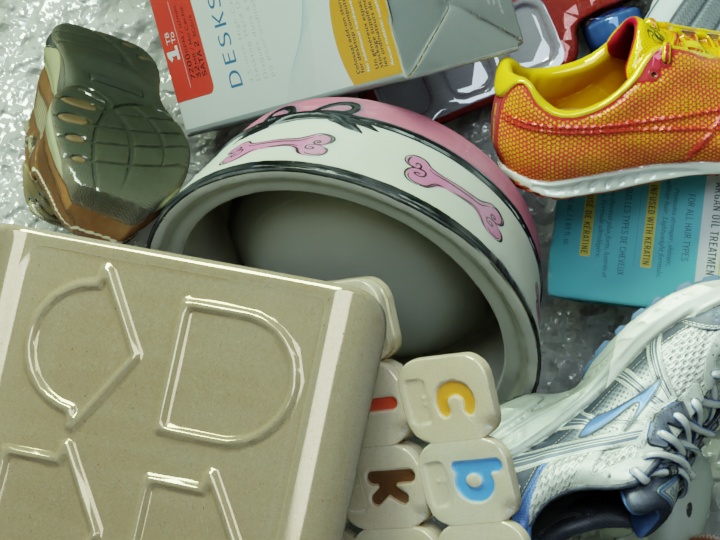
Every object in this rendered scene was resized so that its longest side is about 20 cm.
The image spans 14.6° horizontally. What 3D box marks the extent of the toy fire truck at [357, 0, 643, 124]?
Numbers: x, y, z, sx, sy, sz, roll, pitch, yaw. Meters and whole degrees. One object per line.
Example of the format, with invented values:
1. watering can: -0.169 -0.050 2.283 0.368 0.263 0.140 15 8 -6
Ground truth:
1. toy fire truck: 0.073 -0.175 1.490 0.200 0.112 0.168 -22 92 -6

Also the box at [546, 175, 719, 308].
1. box: 0.196 -0.015 1.384 0.200 0.049 0.082 6 90 21

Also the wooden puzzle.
1. wooden puzzle: -0.099 0.085 1.304 0.200 0.046 0.185 11 84 11

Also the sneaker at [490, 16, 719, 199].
1. sneaker: 0.161 -0.087 1.347 0.200 0.077 0.073 -12 29 -12

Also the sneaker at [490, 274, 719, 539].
1. sneaker: 0.135 0.081 1.325 0.200 0.077 0.085 -34 51 2

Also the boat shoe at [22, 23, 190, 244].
1. boat shoe: -0.134 -0.055 1.413 0.076 0.200 0.074 21 111 -14

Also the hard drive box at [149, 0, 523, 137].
1. hard drive box: -0.026 -0.161 1.398 0.077 0.200 0.156 -18 94 -34

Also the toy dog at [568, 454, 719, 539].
1. toy dog: 0.144 0.174 1.330 0.132 0.096 0.200 -19 67 -6

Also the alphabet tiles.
1. alphabet tiles: -0.008 0.103 1.335 0.195 0.015 0.200 -8 98 36

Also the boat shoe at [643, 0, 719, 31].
1. boat shoe: 0.190 -0.137 1.473 0.200 0.067 0.074 -46 110 -30

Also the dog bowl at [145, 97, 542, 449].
1. dog bowl: 0.000 0.000 1.367 0.200 0.200 0.074 15 49 9
